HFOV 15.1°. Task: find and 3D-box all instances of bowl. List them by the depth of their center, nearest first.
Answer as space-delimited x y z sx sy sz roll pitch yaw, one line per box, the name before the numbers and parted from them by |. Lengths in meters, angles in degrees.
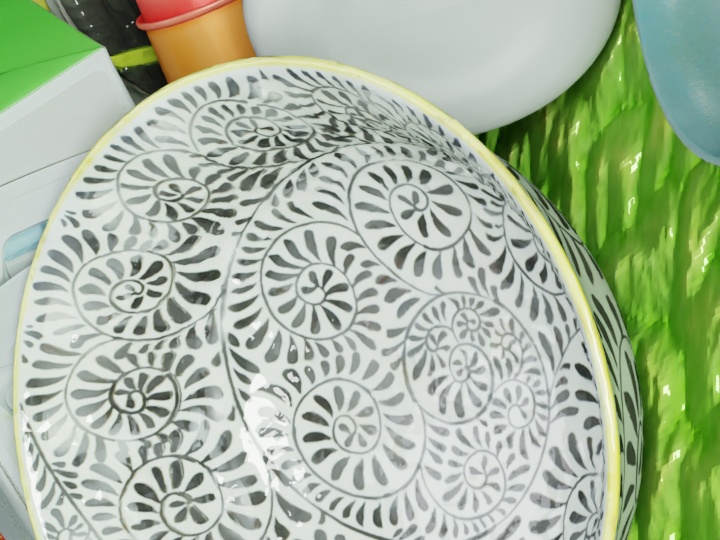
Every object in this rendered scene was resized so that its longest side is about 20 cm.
bowl | 0.007 0.039 0.755 0.200 0.094 0.201 4 97 35

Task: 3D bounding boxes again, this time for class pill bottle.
pill bottle | 0.014 -0.145 0.837 0.112 0.112 0.200 111 160 -46

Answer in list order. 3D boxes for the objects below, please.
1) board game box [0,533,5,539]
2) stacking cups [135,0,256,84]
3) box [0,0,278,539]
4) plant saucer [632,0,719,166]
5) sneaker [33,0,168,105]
board game box | -0.103 0.086 1.099 0.200 0.056 0.196 93 -162 -61
stacking cups | -0.022 -0.035 0.865 0.061 0.060 0.200 -135 24 -72
box | -0.114 0.003 0.883 0.177 0.097 0.200 61 167 -26
plant saucer | 0.108 -0.122 0.626 0.200 0.027 0.201 -173 90 -76
sneaker | -0.055 -0.055 0.924 0.076 0.075 0.200 13 138 55
